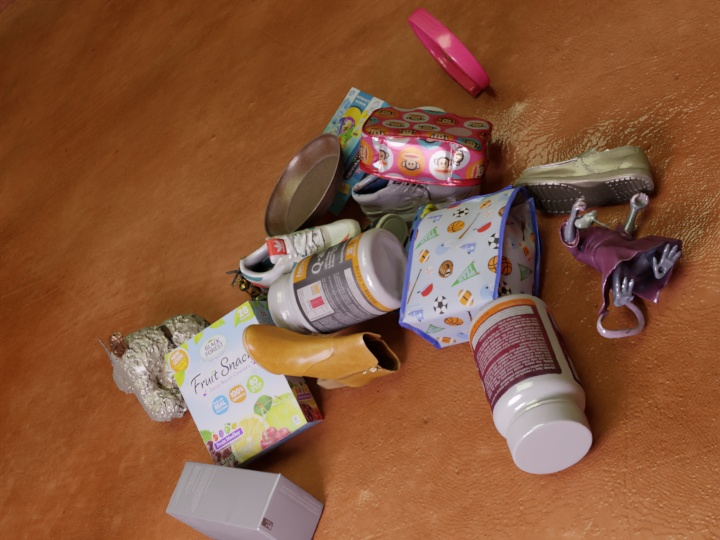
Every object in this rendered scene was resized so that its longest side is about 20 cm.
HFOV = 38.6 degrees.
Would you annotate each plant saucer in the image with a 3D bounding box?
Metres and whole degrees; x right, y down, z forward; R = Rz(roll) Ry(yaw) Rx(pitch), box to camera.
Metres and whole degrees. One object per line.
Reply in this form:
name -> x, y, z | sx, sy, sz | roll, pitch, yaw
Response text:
plant saucer -> -0.087, -0.132, 1.700 | 0.200, 0.036, 0.202 | -38, 35, 33

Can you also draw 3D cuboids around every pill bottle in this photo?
pill bottle -> -0.031, 0.024, 1.468 | 0.198, 0.116, 0.118 | -22, 44, 34
pill bottle -> 0.205, 0.136, 1.243 | 0.113, 0.114, 0.201 | -32, 40, 17

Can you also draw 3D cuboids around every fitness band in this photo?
fitness band -> 0.147, -0.366, 1.712 | 0.037, 0.144, 0.200 | -41, 39, 4

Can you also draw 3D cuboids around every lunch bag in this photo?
lunch bag -> 0.156, -0.010, 1.412 | 0.168, 0.124, 0.202 | -15, 55, 35
lunch bag -> 0.103, -0.199, 1.576 | 0.197, 0.083, 0.177 | 9, 29, 10

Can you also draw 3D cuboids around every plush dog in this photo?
plush dog -> -0.329, 0.133, 1.739 | 0.171, 0.162, 0.199 | -31, 34, -26

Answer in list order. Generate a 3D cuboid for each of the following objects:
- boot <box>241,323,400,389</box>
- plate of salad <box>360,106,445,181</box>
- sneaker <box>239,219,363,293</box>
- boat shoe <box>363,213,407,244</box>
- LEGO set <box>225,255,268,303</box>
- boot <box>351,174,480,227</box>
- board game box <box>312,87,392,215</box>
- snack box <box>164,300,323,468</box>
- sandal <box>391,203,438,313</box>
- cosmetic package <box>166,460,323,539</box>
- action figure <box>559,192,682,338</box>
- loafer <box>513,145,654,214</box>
boot -> -0.051, 0.107, 1.434 | 0.143, 0.200, 0.072 | -23, 50, 40
plate of salad -> 0.066, -0.202, 1.722 | 0.198, 0.048, 0.202 | -25, 43, 26
sneaker -> -0.091, -0.026, 1.541 | 0.198, 0.093, 0.071 | -23, 66, 21
boat shoe -> -0.002, -0.002, 1.591 | 0.201, 0.074, 0.066 | -63, 26, -4
LEGO set -> -0.143, 0.033, 1.653 | 0.198, 0.116, 0.155 | -14, 48, 34
boot -> 0.081, -0.122, 1.598 | 0.198, 0.096, 0.074 | -18, 46, 31
board game box -> -0.027, -0.208, 1.766 | 0.201, 0.047, 0.151 | -57, 28, 3
snack box -> -0.174, 0.173, 1.521 | 0.168, 0.068, 0.202 | -33, 75, 17
sandal -> 0.079, -0.012, 1.523 | 0.086, 0.079, 0.202 | -14, 47, 39
cosmetic package -> -0.161, 0.329, 1.421 | 0.198, 0.107, 0.091 | -4, 55, 39
action figure -> 0.322, -0.019, 1.312 | 0.200, 0.132, 0.151 | -137, 48, -64
loafer -> 0.309, -0.128, 1.416 | 0.198, 0.076, 0.069 | -2, 54, 31
